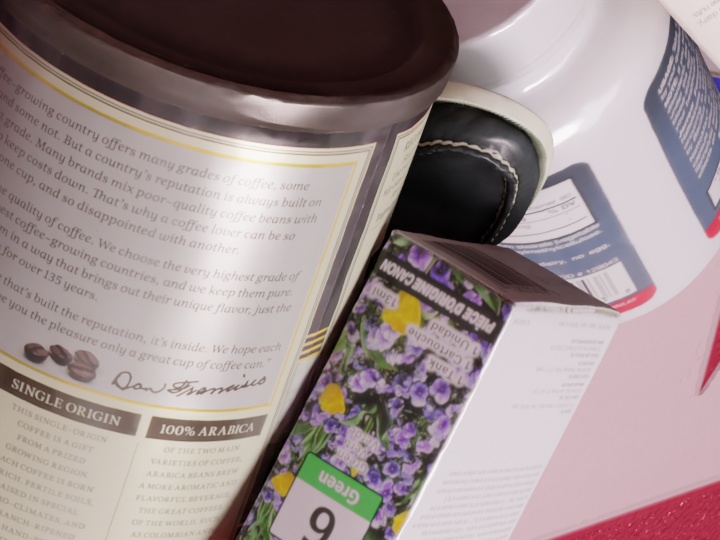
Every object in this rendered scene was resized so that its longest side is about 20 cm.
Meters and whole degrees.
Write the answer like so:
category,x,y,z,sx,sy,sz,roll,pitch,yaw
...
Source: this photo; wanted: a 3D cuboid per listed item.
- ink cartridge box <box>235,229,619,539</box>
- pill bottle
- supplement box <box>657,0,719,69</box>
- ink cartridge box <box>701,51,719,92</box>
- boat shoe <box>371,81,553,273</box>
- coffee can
category,x,y,z,sx,sy,sz,roll,pitch,yaw
ink cartridge box,0.003,0.088,0.869,0.201,0.050,0.109,-63,159,8
pill bottle,0.059,-0.070,0.985,0.120,0.119,0.200,-48,150,-6
supplement box,0.128,-0.128,0.931,0.073,0.126,0.200,-35,129,18
ink cartridge box,0.198,-0.124,1.196,0.200,0.039,0.099,-54,150,5
boat shoe,-0.002,-0.001,0.937,0.074,0.199,0.066,29,61,-22
coffee can,-0.070,-0.005,0.852,0.146,0.146,0.201,-14,133,-46
